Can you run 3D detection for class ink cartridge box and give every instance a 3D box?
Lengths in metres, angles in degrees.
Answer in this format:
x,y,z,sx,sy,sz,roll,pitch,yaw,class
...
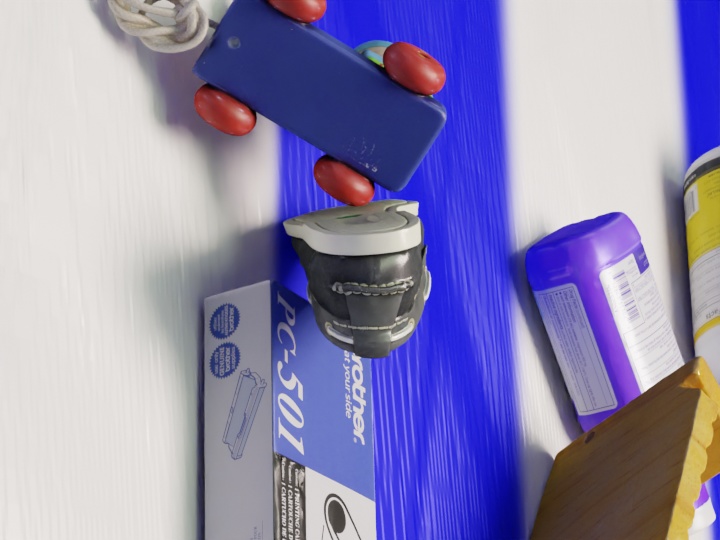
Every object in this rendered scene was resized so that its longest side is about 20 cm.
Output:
x,y,z,sx,sy,sz,roll,pitch,yaw,class
-0.034,0.115,1.271,0.094,0.044,0.201,33,49,-51,ink cartridge box

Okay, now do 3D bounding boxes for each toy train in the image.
x,y,z,sx,sy,sz,roll,pitch,yaw,class
-0.052,-0.121,1.331,0.200,0.085,0.116,30,15,-9,toy train

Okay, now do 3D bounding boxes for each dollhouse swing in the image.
x,y,z,sx,sy,sz,roll,pitch,yaw,class
0.184,0.201,1.483,0.176,0.182,0.200,40,40,-14,dollhouse swing

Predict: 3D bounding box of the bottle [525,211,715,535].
x,y,z,sx,sy,sz,roll,pitch,yaw,class
0.164,0.067,1.601,0.084,0.065,0.201,-32,104,-58,bottle

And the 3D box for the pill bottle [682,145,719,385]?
x,y,z,sx,sy,sz,roll,pitch,yaw,class
0.280,0.019,1.771,0.112,0.112,0.201,31,51,-50,pill bottle

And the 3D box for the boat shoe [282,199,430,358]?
x,y,z,sx,sy,sz,roll,pitch,yaw,class
0.000,0.000,1.319,0.200,0.072,0.068,-101,-178,-82,boat shoe
